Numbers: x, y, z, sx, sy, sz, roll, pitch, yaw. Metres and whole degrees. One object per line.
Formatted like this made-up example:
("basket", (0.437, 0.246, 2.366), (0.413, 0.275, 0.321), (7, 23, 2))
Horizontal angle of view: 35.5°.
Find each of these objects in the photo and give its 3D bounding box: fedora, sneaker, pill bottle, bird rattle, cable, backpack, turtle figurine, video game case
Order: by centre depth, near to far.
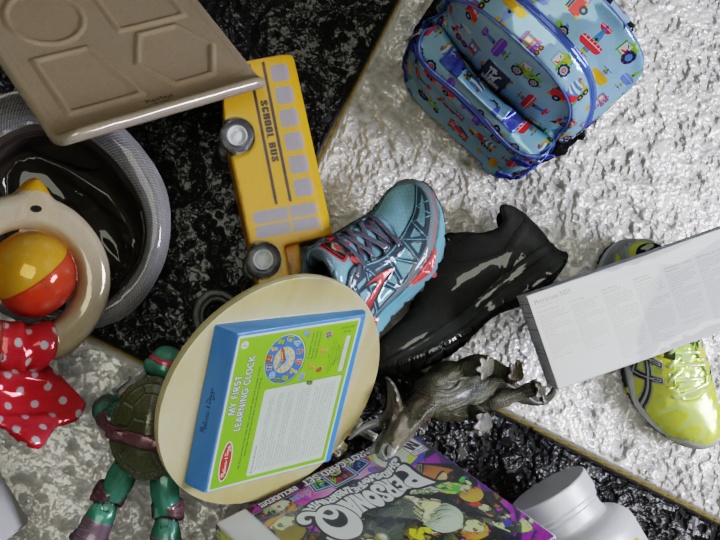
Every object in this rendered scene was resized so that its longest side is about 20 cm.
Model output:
("bird rattle", (-0.259, 0.023, 0.841), (0.163, 0.113, 0.200), (-43, 101, -21))
("video game case", (0.018, 0.213, 0.876), (0.200, 0.181, 0.036), (-21, 125, -32))
("turtle figurine", (-0.166, 0.134, 0.912), (0.150, 0.101, 0.200), (13, 87, 19))
("fedora", (-0.252, -0.046, 0.933), (0.200, 0.090, 0.177), (44, 83, -8))
("sneaker", (0.000, 0.000, 0.933), (0.079, 0.096, 0.200), (24, 75, 33))
("backpack", (0.133, -0.179, 0.936), (0.135, 0.200, 0.183), (-45, 92, -8))
("pill bottle", (0.209, 0.271, 0.957), (0.104, 0.104, 0.200), (-30, 89, -8))
("cable", (-0.084, 0.110, 0.974), (0.200, 0.050, 0.097), (44, 85, 10))
("sneaker", (0.081, 0.018, 0.986), (0.200, 0.076, 0.091), (-34, 79, -13))
("sneaker", (0.268, 0.067, 0.994), (0.075, 0.076, 0.200), (-25, 90, -10))

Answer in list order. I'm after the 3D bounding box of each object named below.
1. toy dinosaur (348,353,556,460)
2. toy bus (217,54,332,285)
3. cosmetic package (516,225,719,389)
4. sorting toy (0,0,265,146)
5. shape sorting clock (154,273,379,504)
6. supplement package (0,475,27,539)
("toy dinosaur", (0.091, 0.099, 0.959), (0.200, 0.102, 0.077), (-18, 103, -41))
("toy bus", (-0.076, -0.077, 0.970), (0.078, 0.065, 0.200), (-12, 86, -9))
("cosmetic package", (0.238, 0.026, 0.931), (0.200, 0.051, 0.083), (-18, 91, -3))
("sorting toy", (-0.204, -0.182, 0.916), (0.185, 0.037, 0.200), (-23, 58, -32))
("shape sorting clock", (-0.069, 0.093, 0.871), (0.200, 0.200, 0.039), (-49, 49, -8))
("supplement package", (-0.373, 0.154, 0.886), (0.120, 0.121, 0.200), (-32, 89, -9))
